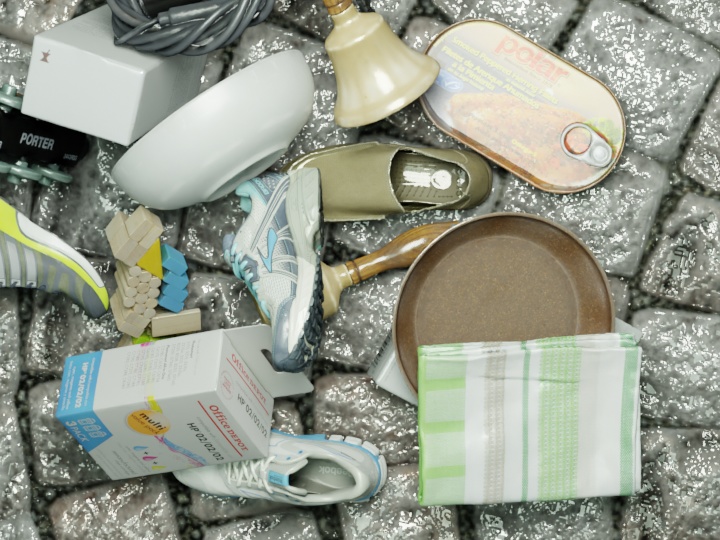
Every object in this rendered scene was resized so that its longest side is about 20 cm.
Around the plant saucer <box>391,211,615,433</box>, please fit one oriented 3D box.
[{"bbox_3d":[0.123,0.046,1.543,0.200,0.037,0.201,-2,99,-9],"label":"plant saucer"}]

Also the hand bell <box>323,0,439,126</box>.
[{"bbox_3d":[-0.023,-0.234,1.506,0.104,0.104,0.200,-28,114,6],"label":"hand bell"}]

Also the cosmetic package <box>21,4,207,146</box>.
[{"bbox_3d":[-0.210,-0.176,1.540,0.101,0.200,0.071,18,110,7],"label":"cosmetic package"}]

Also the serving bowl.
[{"bbox_3d":[-0.117,-0.110,1.533,0.200,0.200,0.066,-34,86,6],"label":"serving bowl"}]

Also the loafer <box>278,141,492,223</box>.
[{"bbox_3d":[0.019,-0.084,1.584,0.200,0.067,0.076,-6,87,5],"label":"loafer"}]

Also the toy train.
[{"bbox_3d":[-0.324,-0.129,1.567,0.114,0.200,0.085,21,96,21],"label":"toy train"}]

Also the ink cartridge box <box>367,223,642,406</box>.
[{"bbox_3d":[0.131,0.073,1.592,0.200,0.050,0.162,28,95,-15],"label":"ink cartridge box"}]

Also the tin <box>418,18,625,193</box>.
[{"bbox_3d":[0.146,-0.148,1.583,0.200,0.042,0.112,32,97,6],"label":"tin"}]

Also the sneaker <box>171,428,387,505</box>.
[{"bbox_3d":[-0.079,0.178,1.593,0.200,0.087,0.075,1,93,8],"label":"sneaker"}]

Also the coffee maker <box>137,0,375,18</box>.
[{"bbox_3d":[-0.110,-0.293,1.564,0.200,0.135,0.193,-15,90,7],"label":"coffee maker"}]

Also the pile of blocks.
[{"bbox_3d":[-0.191,0.019,1.596,0.082,0.062,0.200,-6,127,-17],"label":"pile of blocks"}]

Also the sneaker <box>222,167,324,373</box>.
[{"bbox_3d":[-0.075,0.002,1.513,0.086,0.078,0.200,-2,55,3],"label":"sneaker"}]

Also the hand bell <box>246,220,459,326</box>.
[{"bbox_3d":[0.000,0.000,1.590,0.200,0.104,0.104,-22,88,-5],"label":"hand bell"}]

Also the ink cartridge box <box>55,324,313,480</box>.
[{"bbox_3d":[-0.154,0.118,1.561,0.200,0.115,0.068,-11,50,19],"label":"ink cartridge box"}]

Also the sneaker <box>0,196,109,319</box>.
[{"bbox_3d":[-0.315,-0.009,1.592,0.200,0.074,0.081,37,82,-26],"label":"sneaker"}]

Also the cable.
[{"bbox_3d":[-0.131,-0.256,1.458,0.200,0.051,0.163,-48,68,10],"label":"cable"}]

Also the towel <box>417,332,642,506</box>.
[{"bbox_3d":[0.149,0.133,1.529,0.200,0.031,0.150,-3,100,-8],"label":"towel"}]
